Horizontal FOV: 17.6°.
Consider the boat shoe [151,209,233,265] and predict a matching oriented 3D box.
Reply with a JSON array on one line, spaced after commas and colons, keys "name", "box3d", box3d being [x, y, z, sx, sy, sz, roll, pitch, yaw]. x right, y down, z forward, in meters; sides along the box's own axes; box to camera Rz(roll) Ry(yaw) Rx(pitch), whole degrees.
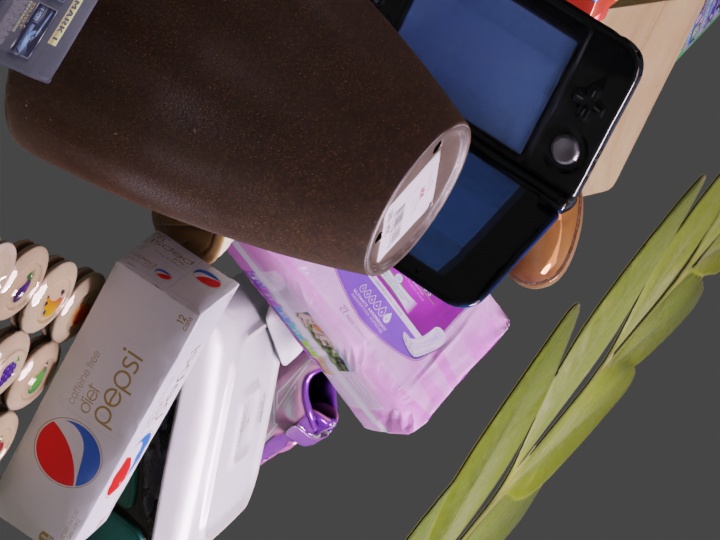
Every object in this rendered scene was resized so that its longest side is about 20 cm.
[{"name": "boat shoe", "box3d": [-0.069, -0.090, 1.399, 0.069, 0.074, 0.200, -44, 169, -44]}]

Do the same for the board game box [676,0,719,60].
[{"name": "board game box", "box3d": [0.344, -0.302, 2.261, 0.135, 0.029, 0.200, -44, 160, -35]}]

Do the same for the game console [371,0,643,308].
[{"name": "game console", "box3d": [0.046, -0.106, 1.458, 0.118, 0.200, 0.171, -26, 146, -61]}]

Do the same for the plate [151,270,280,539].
[{"name": "plate", "box3d": [-0.092, 0.103, 1.602, 0.200, 0.032, 0.201, -35, 136, -77]}]

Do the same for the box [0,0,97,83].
[{"name": "box", "box3d": [-0.136, -0.189, 1.031, 0.201, 0.051, 0.158, -58, 164, 5]}]

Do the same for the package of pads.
[{"name": "package of pads", "box3d": [0.000, 0.000, 1.566, 0.121, 0.200, 0.076, -47, -158, -22]}]

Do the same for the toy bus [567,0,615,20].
[{"name": "toy bus", "box3d": [0.189, -0.271, 1.652, 0.200, 0.135, 0.193, -41, 154, -47]}]

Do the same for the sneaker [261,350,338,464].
[{"name": "sneaker", "box3d": [-0.066, 0.111, 1.760, 0.201, 0.088, 0.080, -59, 165, 15]}]

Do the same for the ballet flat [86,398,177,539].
[{"name": "ballet flat", "box3d": [-0.153, 0.152, 1.610, 0.072, 0.072, 0.201, -43, 159, -39]}]

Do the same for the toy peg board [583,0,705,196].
[{"name": "toy peg board", "box3d": [0.153, -0.159, 1.908, 0.199, 0.098, 0.201, -14, 137, -45]}]

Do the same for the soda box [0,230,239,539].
[{"name": "soda box", "box3d": [-0.155, 0.078, 1.441, 0.201, 0.064, 0.068, -60, 173, 24]}]

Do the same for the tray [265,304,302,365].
[{"name": "tray", "box3d": [-0.016, -0.035, 1.645, 0.107, 0.022, 0.201, 78, 32, -69]}]

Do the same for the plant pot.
[{"name": "plant pot", "box3d": [-0.049, -0.088, 1.213, 0.187, 0.200, 0.187, -49, 163, -21]}]

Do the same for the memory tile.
[{"name": "memory tile", "box3d": [-0.216, 0.053, 1.333, 0.154, 0.017, 0.200, -57, 164, 1]}]

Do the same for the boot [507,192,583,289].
[{"name": "boot", "box3d": [0.112, -0.087, 1.649, 0.155, 0.073, 0.201, 1, 88, -77]}]
